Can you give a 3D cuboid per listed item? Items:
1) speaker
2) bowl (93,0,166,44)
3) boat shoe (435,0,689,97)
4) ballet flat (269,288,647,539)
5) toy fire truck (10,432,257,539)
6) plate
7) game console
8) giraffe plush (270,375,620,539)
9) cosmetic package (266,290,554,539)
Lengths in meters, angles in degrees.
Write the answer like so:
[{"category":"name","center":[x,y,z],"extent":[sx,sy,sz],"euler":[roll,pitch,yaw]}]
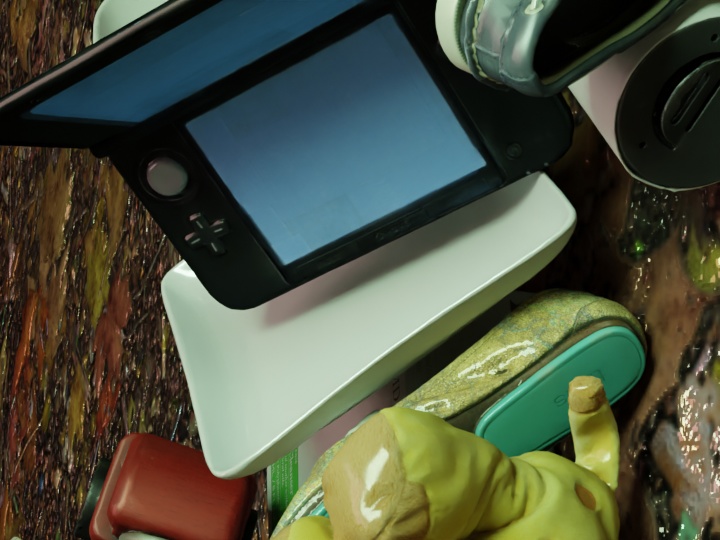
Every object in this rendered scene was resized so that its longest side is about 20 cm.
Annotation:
[{"category":"speaker","center":[0.111,-0.119,0.764],"extent":[0.201,0.080,0.082],"euler":[-115,38,-52]},{"category":"bowl","center":[-0.034,-0.114,0.911],"extent":[0.200,0.198,0.075],"euler":[-112,-3,-59]},{"category":"boat shoe","center":[0.118,-0.134,0.655],"extent":[0.062,0.199,0.075],"euler":[37,156,49]},{"category":"ballet flat","center":[0.037,0.074,0.783],"extent":[0.071,0.199,0.071],"euler":[54,172,12]},{"category":"toy fire truck","center":[-0.122,0.159,0.875],"extent":[0.200,0.127,0.178],"euler":[123,166,-67]},{"category":"plate","center":[0.000,0.000,0.847],"extent":[0.199,0.032,0.200],"euler":[-36,30,5]},{"category":"game console","center":[-0.032,-0.058,0.742],"extent":[0.199,0.177,0.117],"euler":[-25,26,22]},{"category":"giraffe plush","center":[0.071,0.158,0.702],"extent":[0.162,0.198,0.174],"euler":[51,141,37]},{"category":"cosmetic package","center":[0.021,0.096,0.925],"extent":[0.200,0.084,0.109],"euler":[127,147,-53]}]
